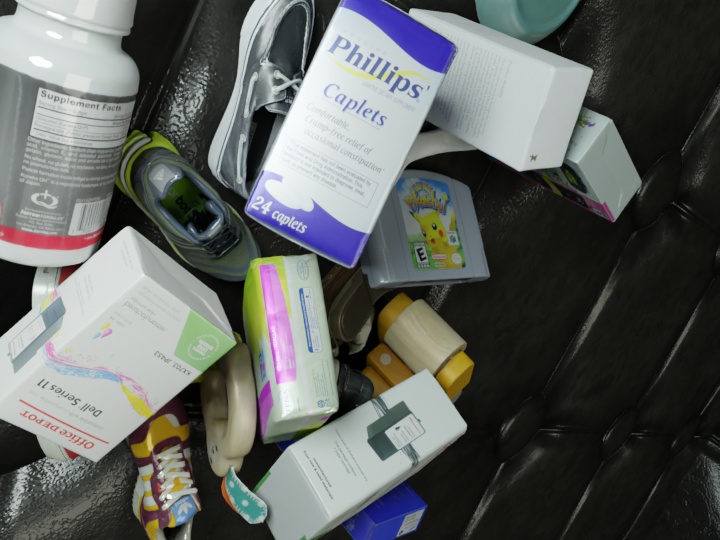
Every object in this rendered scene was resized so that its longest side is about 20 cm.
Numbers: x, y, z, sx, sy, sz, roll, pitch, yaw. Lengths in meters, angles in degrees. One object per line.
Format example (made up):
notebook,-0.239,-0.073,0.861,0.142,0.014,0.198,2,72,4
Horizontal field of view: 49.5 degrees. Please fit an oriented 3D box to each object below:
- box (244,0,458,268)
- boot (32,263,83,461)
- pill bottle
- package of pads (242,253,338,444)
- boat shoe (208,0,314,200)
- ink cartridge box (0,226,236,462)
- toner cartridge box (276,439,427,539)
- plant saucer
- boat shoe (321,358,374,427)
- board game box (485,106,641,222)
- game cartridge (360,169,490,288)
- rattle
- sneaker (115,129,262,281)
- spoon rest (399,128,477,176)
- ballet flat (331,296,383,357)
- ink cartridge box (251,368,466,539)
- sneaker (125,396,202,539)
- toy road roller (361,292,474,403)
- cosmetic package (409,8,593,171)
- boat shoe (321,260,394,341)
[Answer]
box,-0.010,-0.116,0.703,0.184,0.103,0.203,-135,-109,-86
boot,-0.220,0.091,0.716,0.141,0.073,0.203,4,117,-13
pill bottle,-0.226,-0.115,0.572,0.109,0.110,0.203,1,117,-45
package of pads,-0.075,0.080,0.775,0.067,0.158,0.200,-7,163,-14
boat shoe,-0.081,-0.163,0.716,0.071,0.068,0.203,8,112,-47
ink cartridge box,-0.213,0.076,0.622,0.199,0.068,0.117,-40,136,6
toner cartridge box,-0.016,0.251,0.975,0.094,0.200,0.044,0,121,-44
plant saucer,0.213,-0.351,0.899,0.198,0.036,0.203,-25,132,-30
boat shoe,-0.029,0.154,0.912,0.065,0.076,0.200,14,150,-8
board game box,0.214,-0.152,0.914,0.065,0.199,0.147,-52,140,0
game cartridge,0.072,-0.050,0.916,0.198,0.136,0.040,-3,163,-44
rattle,-0.171,0.168,0.788,0.141,0.129,0.204,-7,106,-44
sneaker,-0.149,-0.042,0.725,0.074,0.081,0.200,-48,141,-5
spoon rest,0.042,-0.135,0.862,0.197,0.060,0.101,-15,94,-34
ballet flat,-0.034,0.077,0.937,0.198,0.068,0.069,-29,134,-28
ink cartridge box,-0.001,0.205,0.842,0.198,0.084,0.147,-22,159,-36
sneaker,-0.207,0.223,0.853,0.074,0.090,0.203,-20,130,-33
toy road roller,0.051,0.140,0.985,0.146,0.123,0.201,-40,160,-18
cosmetic package,0.126,-0.189,0.799,0.070,0.199,0.103,-9,125,-39
boat shoe,0.000,0.000,0.918,0.200,0.067,0.073,-45,134,-43
